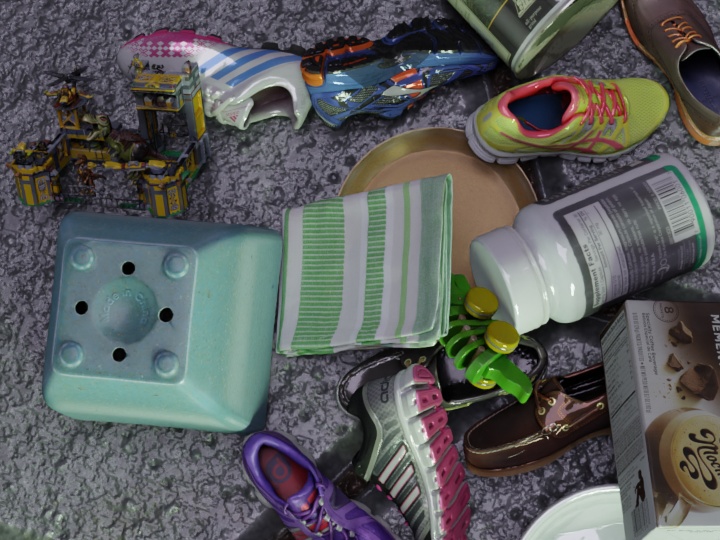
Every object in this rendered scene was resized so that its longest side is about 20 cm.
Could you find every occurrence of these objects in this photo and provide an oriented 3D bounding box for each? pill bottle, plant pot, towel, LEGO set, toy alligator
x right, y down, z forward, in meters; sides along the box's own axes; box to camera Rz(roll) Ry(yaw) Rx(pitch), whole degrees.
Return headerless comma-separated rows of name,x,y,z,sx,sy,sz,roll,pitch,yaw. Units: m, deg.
pill bottle,0.206,-0.021,1.338,0.199,0.113,0.114,-22,78,-11
plant pot,0.072,-0.036,1.412,0.199,0.027,0.201,-1,79,3
towel,0.000,0.000,1.356,0.199,0.023,0.154,-9,74,41
LEGO set,-0.232,-0.135,1.379,0.199,0.116,0.154,9,35,21
toy alligator,0.085,0.040,1.320,0.054,0.059,0.200,-7,51,-31
plant pot,-0.187,0.041,1.319,0.195,0.200,0.198,5,85,6

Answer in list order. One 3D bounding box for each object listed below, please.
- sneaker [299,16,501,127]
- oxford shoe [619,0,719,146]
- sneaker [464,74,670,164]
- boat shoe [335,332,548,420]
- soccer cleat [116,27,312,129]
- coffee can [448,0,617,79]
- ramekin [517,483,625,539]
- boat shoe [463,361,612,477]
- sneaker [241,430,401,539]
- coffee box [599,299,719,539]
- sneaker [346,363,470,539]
sneaker,0.039,-0.189,1.428,0.199,0.079,0.075,-11,41,-11
oxford shoe,0.307,-0.218,1.406,0.071,0.073,0.201,-28,78,-1
sneaker,0.202,-0.146,1.381,0.199,0.090,0.079,-12,75,-14
boat shoe,0.073,0.094,1.368,0.200,0.061,0.072,-12,79,2
soccer cleat,-0.140,-0.180,1.429,0.199,0.070,0.087,5,62,3
coffee can,0.136,-0.302,1.399,0.146,0.146,0.200,-40,79,-4
ramekin,0.221,0.289,1.297,0.199,0.105,0.201,-1,78,4
boat shoe,0.183,0.122,1.342,0.199,0.071,0.071,-21,38,-5
sneaker,-0.038,0.225,1.340,0.200,0.083,0.081,42,85,10
coffee box,0.275,0.130,1.248,0.112,0.080,0.201,2,63,-9
sneaker,0.040,0.182,1.337,0.087,0.074,0.201,-7,106,26
